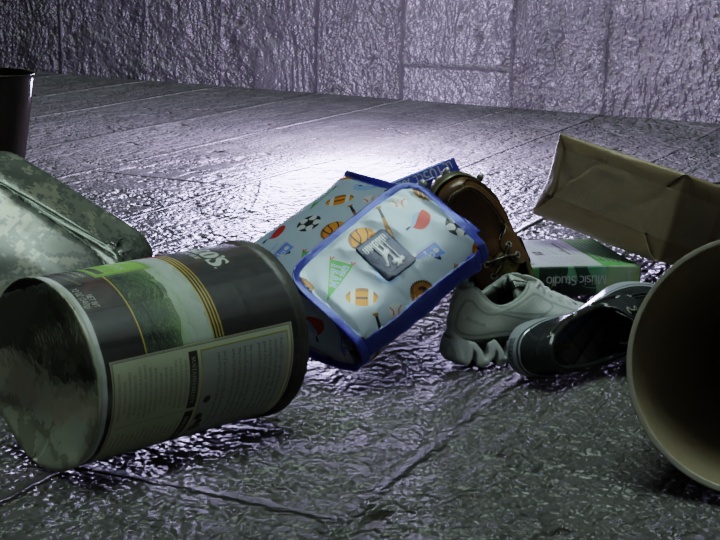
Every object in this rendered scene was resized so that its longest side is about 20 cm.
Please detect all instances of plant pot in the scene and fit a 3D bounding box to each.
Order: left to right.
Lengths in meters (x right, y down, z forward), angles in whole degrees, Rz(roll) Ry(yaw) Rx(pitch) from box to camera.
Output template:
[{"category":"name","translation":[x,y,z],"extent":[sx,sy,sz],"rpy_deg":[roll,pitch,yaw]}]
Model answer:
[{"category":"plant pot","translation":[0.315,0.071,1.120],"extent":[0.187,0.188,0.200],"rpy_deg":[6,0,20]}]

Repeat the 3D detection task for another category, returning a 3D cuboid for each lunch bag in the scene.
[{"category":"lunch bag","translation":[-0.303,0.006,1.281],"extent":[0.200,0.139,0.168],"rpy_deg":[33,28,3]},{"category":"lunch bag","translation":[0.000,0.000,1.360],"extent":[0.170,0.124,0.200],"rpy_deg":[-38,34,-22]}]

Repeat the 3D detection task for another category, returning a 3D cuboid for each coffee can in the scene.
[{"category":"coffee can","translation":[-0.161,0.062,1.125],"extent":[0.200,0.147,0.146],"rpy_deg":[-12,19,-43]}]

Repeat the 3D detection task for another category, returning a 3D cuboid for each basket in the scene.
[{"category":"basket","translation":[-0.519,-0.169,1.956],"extent":[0.180,0.200,0.136],"rpy_deg":[8,14,22]}]

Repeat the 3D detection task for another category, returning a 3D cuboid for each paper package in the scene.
[{"category":"paper package","translation":[0.335,-0.074,1.704],"extent":[0.191,0.104,0.200],"rpy_deg":[24,10,38]}]

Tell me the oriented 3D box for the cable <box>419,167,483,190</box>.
[{"category":"cable","translation":[0.074,-0.033,1.493],"extent":[0.097,0.050,0.200],"rpy_deg":[-6,-30,-24]}]

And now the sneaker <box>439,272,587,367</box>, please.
[{"category":"sneaker","translation":[0.170,0.043,1.387],"extent":[0.200,0.081,0.075],"rpy_deg":[-4,12,-27]}]

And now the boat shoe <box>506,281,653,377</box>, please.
[{"category":"boat shoe","translation":[0.227,0.054,1.341],"extent":[0.200,0.070,0.066],"rpy_deg":[-11,6,-35]}]

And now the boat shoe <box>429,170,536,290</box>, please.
[{"category":"boat shoe","translation":[0.133,-0.016,1.420],"extent":[0.072,0.200,0.068],"rpy_deg":[-40,40,-4]}]

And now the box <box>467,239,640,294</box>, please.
[{"category":"box","translation":[0.197,-0.003,1.652],"extent":[0.200,0.036,0.144],"rpy_deg":[-3,14,-12]}]

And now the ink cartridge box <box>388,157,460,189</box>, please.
[{"category":"ink cartridge box","translation":[0.038,-0.055,1.585],"extent":[0.136,0.076,0.200],"rpy_deg":[-23,0,-18]}]
